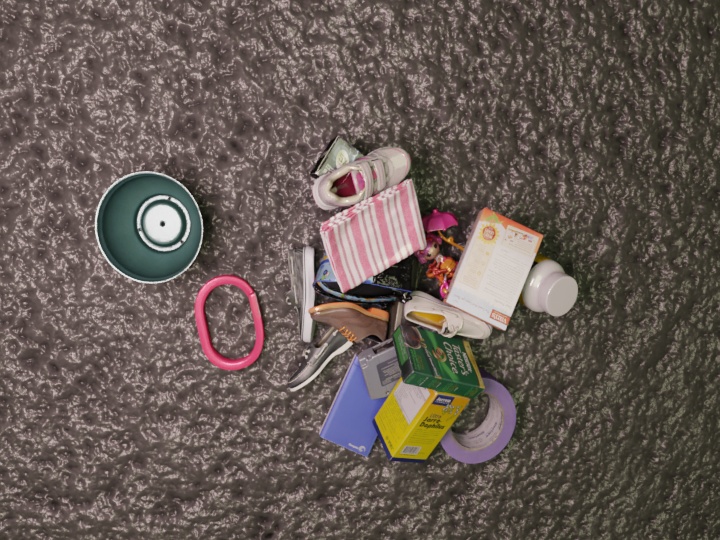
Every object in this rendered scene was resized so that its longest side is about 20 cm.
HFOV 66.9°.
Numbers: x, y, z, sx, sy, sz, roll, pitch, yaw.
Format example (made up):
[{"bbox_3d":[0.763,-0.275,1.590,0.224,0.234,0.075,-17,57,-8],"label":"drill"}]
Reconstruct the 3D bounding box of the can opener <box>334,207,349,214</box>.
[{"bbox_3d":[-0.019,-0.087,1.112,0.053,0.200,0.068,34,89,-20],"label":"can opener"}]

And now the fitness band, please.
[{"bbox_3d":[-0.282,0.112,1.182,0.138,0.037,0.208,-11,99,-5],"label":"fitness band"}]

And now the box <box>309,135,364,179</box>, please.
[{"bbox_3d":[0.000,-0.175,1.119,0.197,0.164,0.087,36,93,-12],"label":"box"}]

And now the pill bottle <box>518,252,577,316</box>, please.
[{"bbox_3d":[0.371,0.018,1.184,0.108,0.200,0.117,-8,113,-21],"label":"pill bottle"}]

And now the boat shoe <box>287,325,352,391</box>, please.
[{"bbox_3d":[-0.093,0.181,1.207,0.199,0.075,0.061,-42,104,-14],"label":"boat shoe"}]

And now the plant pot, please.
[{"bbox_3d":[-0.402,-0.088,1.078,0.192,0.134,0.209,-1,98,-9],"label":"plant pot"}]

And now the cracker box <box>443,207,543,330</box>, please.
[{"bbox_3d":[0.264,-0.002,1.095,0.130,0.058,0.206,24,88,2],"label":"cracker box"}]

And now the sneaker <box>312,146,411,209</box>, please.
[{"bbox_3d":[0.008,-0.164,0.993,0.195,0.088,0.084,-26,103,-4],"label":"sneaker"}]

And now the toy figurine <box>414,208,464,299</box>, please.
[{"bbox_3d":[0.187,-0.036,1.190,0.183,0.150,0.202,39,96,-7],"label":"toy figurine"}]

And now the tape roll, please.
[{"bbox_3d":[0.260,0.338,1.283,0.192,0.085,0.209,-1,99,-9],"label":"tape roll"}]

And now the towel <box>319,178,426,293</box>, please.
[{"bbox_3d":[0.030,-0.060,1.000,0.195,0.030,0.150,-28,125,-11],"label":"towel"}]

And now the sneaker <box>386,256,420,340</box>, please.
[{"bbox_3d":[0.121,0.064,1.232,0.102,0.075,0.208,7,98,-22],"label":"sneaker"}]

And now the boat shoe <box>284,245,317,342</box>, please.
[{"bbox_3d":[-0.131,0.051,1.187,0.068,0.072,0.209,0,90,1],"label":"boat shoe"}]

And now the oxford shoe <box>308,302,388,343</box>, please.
[{"bbox_3d":[-0.021,0.114,1.160,0.194,0.071,0.076,11,70,-27],"label":"oxford shoe"}]

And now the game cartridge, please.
[{"bbox_3d":[0.096,0.204,1.213,0.194,0.042,0.136,-22,128,-9],"label":"game cartridge"}]

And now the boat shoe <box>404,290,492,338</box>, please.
[{"bbox_3d":[0.183,0.109,1.146,0.194,0.071,0.072,22,131,0],"label":"boat shoe"}]

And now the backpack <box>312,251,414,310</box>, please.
[{"bbox_3d":[0.000,0.000,1.133,0.192,0.182,0.140,7,80,-13],"label":"backpack"}]

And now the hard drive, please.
[{"bbox_3d":[0.002,0.314,1.264,0.129,0.025,0.206,25,94,-13],"label":"hard drive"}]

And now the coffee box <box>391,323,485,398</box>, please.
[{"bbox_3d":[0.162,0.188,1.134,0.195,0.126,0.044,19,129,-28],"label":"coffee box"}]

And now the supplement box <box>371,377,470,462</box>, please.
[{"bbox_3d":[0.130,0.309,1.200,0.107,0.110,0.204,15,117,-33],"label":"supplement box"}]
